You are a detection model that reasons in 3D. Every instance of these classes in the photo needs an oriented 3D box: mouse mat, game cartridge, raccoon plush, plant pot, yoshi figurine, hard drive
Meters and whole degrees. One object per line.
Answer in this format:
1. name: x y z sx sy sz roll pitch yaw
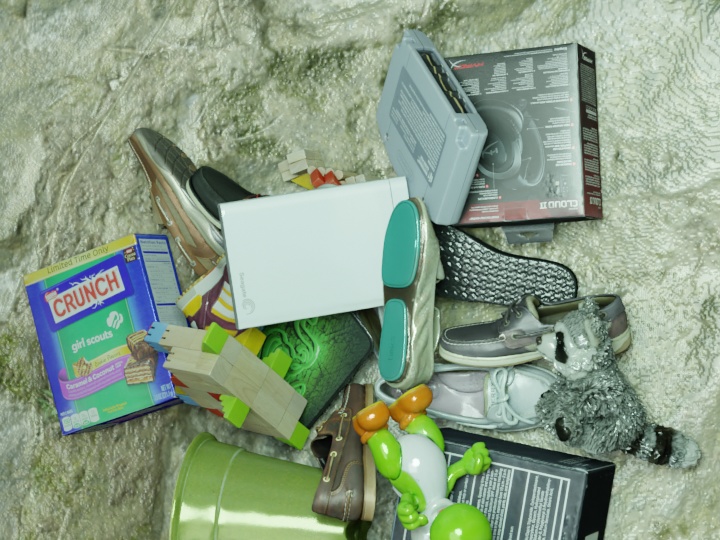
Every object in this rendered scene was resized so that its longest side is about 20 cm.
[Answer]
1. mouse mat: -0.074 0.078 1.712 0.161 0.008 0.200 52 134 16
2. game cartridge: 0.071 -0.146 1.613 0.200 0.040 0.134 -115 36 -45
3. raccoon plush: 0.263 0.109 1.537 0.097 0.199 0.134 -127 53 -62
4. plant pot: -0.089 0.282 1.680 0.189 0.200 0.201 1 90 11
5. yoshi figurine: 0.074 0.214 1.507 0.112 0.112 0.200 -28 79 14
6. hard drive: -0.041 -0.019 1.608 0.199 0.027 0.132 -9 95 -10

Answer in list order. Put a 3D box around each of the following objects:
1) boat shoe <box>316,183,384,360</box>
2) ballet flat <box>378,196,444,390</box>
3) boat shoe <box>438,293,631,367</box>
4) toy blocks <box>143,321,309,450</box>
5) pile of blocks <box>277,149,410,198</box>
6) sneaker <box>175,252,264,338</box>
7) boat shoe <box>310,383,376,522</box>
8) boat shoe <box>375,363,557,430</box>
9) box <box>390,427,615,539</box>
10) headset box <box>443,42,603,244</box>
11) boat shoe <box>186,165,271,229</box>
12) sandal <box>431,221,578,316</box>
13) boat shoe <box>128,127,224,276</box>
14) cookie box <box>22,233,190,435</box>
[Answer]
1. boat shoe: -0.001 0.001 1.661 0.074 0.065 0.202 -17 104 51
2. ballet flat: 0.056 0.024 1.593 0.067 0.062 0.201 11 95 50
3. boat shoe: 0.178 0.056 1.588 0.199 0.072 0.065 -4 114 11
4. toy blocks: -0.159 0.122 1.708 0.136 0.200 0.100 6 62 42
5. pile of blocks: -0.015 -0.077 1.703 0.200 0.062 0.082 21 98 23
6. sneaker: -0.123 0.021 1.691 0.090 0.075 0.200 53 138 2
7. boat shoe: -0.018 0.187 1.633 0.070 0.200 0.071 4 121 -1
8. boat shoe: 0.117 0.131 1.631 0.201 0.065 0.075 6 92 22
9. box: 0.143 0.279 1.593 0.198 0.123 0.201 10 91 24
10. headset box: 0.172 -0.129 1.613 0.148 0.077 0.201 -4 88 25
11. boat shoe: -0.110 -0.058 1.734 0.201 0.074 0.063 39 124 13
12. sandal: 0.135 0.002 1.649 0.200 0.048 0.076 19 99 10
13. boat shoe: -0.217 -0.079 1.788 0.072 0.076 0.200 -41 72 20
14. cookie box: -0.292 0.075 1.817 0.171 0.075 0.201 -20 81 23
